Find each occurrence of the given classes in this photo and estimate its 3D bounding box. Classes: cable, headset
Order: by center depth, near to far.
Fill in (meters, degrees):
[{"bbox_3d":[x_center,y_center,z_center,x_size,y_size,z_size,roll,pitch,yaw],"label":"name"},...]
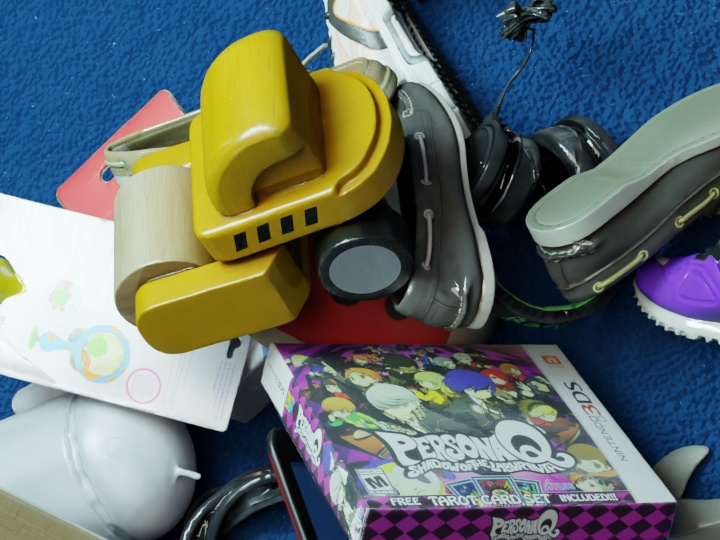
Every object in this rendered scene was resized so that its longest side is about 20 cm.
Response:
[{"bbox_3d":[0.114,-0.067,1.479,0.094,0.123,0.201,153,111,-63],"label":"headset"},{"bbox_3d":[-0.037,0.206,1.546,0.199,0.051,0.164,-9,81,17],"label":"cable"}]

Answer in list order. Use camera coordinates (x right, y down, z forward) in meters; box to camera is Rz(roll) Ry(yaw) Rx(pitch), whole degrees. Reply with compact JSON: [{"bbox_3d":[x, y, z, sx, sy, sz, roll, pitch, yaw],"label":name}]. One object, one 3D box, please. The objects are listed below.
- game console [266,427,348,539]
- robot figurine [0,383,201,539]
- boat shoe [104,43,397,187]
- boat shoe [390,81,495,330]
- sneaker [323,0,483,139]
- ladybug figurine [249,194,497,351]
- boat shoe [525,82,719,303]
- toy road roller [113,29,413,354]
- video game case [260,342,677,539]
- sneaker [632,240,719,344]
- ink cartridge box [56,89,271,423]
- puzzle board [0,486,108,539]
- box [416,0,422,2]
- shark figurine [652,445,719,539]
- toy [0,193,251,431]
[{"bbox_3d":[0.050,0.176,1.436,0.172,0.119,0.201,-18,73,-10],"label":"game console"},{"bbox_3d":[-0.194,0.141,1.583,0.200,0.113,0.170,-22,64,19],"label":"robot figurine"},{"bbox_3d":[-0.071,-0.090,1.517,0.200,0.073,0.063,-27,114,16],"label":"boat shoe"},{"bbox_3d":[0.033,-0.047,1.445,0.200,0.057,0.067,-106,30,-41],"label":"boat shoe"},{"bbox_3d":[0.003,-0.148,1.579,0.080,0.074,0.200,-35,68,16],"label":"sneaker"},{"bbox_3d":[0.000,0.000,1.498,0.199,0.072,0.136,9,59,-16],"label":"ladybug figurine"},{"bbox_3d":[0.192,-0.054,1.461,0.201,0.061,0.072,-32,25,-18],"label":"boat shoe"},{"bbox_3d":[-0.070,-0.054,1.383,0.199,0.146,0.123,-19,48,15],"label":"toy road roller"},{"bbox_3d":[0.061,0.102,1.403,0.181,0.199,0.036,-124,41,-55],"label":"video game case"},{"bbox_3d":[0.247,-0.002,1.409,0.200,0.069,0.100,19,108,50],"label":"sneaker"},{"bbox_3d":[-0.104,-0.011,1.601,0.116,0.067,0.200,-42,67,10],"label":"ink cartridge box"},{"bbox_3d":[-0.189,0.225,1.538,0.200,0.017,0.151,26,123,-4],"label":"puzzle board"},{"bbox_3d":[0.053,-0.308,1.561,0.148,0.124,0.201,-22,73,18],"label":"box"},{"bbox_3d":[0.205,0.141,1.429,0.214,0.089,0.129,-17,75,21],"label":"shark figurine"},{"bbox_3d":[-0.166,0.027,1.546,0.199,0.047,0.116,14,83,5],"label":"toy"}]
